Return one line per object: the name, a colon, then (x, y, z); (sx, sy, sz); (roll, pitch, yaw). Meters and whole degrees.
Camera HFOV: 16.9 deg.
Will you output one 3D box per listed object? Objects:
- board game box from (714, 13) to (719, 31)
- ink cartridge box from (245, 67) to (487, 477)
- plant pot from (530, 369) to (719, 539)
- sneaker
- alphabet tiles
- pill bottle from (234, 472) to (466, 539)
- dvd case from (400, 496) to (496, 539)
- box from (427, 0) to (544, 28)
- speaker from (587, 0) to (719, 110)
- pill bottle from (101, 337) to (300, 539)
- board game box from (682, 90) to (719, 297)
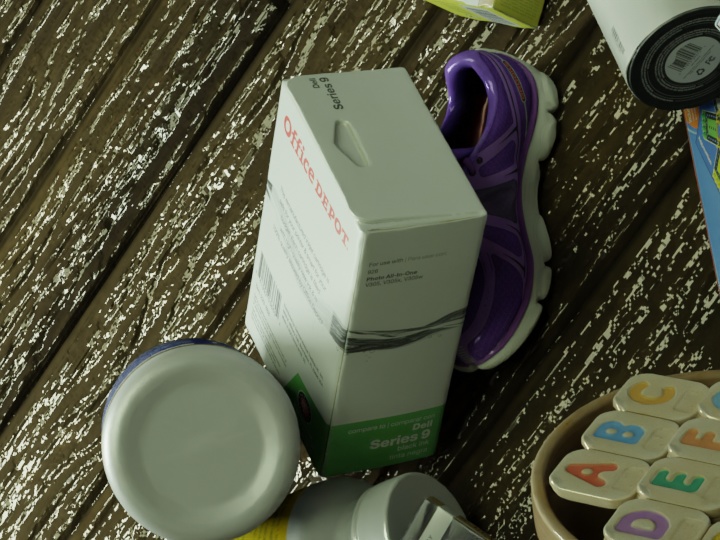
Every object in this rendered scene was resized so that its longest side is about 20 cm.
board game box: (0.275, -0.140, 1.143); (0.200, 0.041, 0.201); (57, 133, 40)
ink cartridge box: (0.000, 0.000, 1.457); (0.146, 0.084, 0.201); (-117, 28, -42)
plant pot: (0.191, 0.141, 1.264); (0.200, 0.200, 0.093); (25, 133, 45)
sneaker: (0.065, -0.038, 1.478); (0.080, 0.083, 0.201); (-9, 72, 42)
alphabet tiles: (0.206, 0.096, 1.233); (0.195, 0.200, 0.015); (10, 123, 29)
pill bottle: (-0.030, 0.191, 1.479); (0.200, 0.111, 0.112); (-26, 60, 36)
dvd case: (0.082, 0.243, 1.361); (0.200, 0.016, 0.149); (33, 102, 16)
box: (0.102, -0.259, 1.534); (0.075, 0.050, 0.201); (14, 87, 45)
speaker: (0.161, -0.189, 1.420); (0.081, 0.081, 0.201); (-43, 44, 26)
pill bottle: (-0.101, 0.099, 1.473); (0.200, 0.115, 0.116); (-175, 101, -83)
board game box: (0.239, -0.044, 1.358); (0.103, 0.019, 0.201); (-25, 61, 35)
